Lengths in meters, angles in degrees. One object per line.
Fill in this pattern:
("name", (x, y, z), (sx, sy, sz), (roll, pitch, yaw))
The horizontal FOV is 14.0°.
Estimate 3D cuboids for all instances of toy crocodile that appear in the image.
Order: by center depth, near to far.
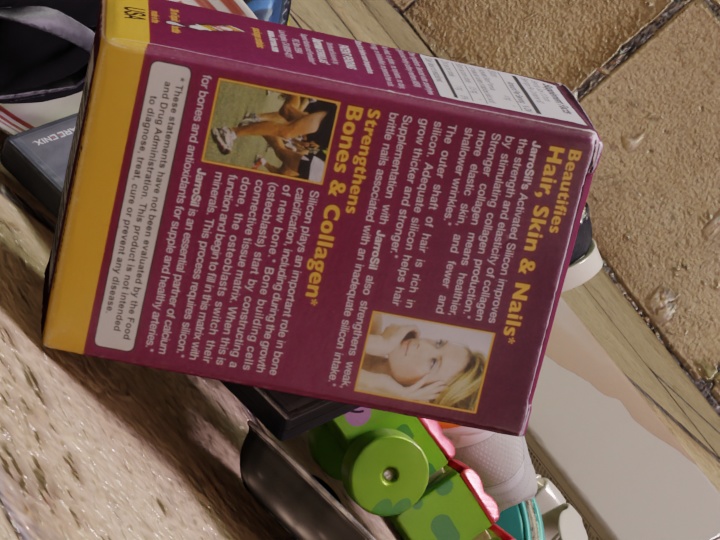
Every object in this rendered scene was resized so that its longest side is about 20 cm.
("toy crocodile", (0.032, 0.104, 1.308), (0.200, 0.062, 0.067), (56, -7, -15))

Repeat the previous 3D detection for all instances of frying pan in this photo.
("frying pan", (-0.024, 0.097, 1.235), (0.115, 0.031, 0.190), (48, -7, -27))

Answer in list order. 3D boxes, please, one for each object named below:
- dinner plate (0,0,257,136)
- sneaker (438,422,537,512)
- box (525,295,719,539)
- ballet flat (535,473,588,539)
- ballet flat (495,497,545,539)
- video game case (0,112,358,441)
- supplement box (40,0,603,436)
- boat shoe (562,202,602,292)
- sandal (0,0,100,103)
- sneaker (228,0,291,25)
("dinner plate", (-0.131, -0.108, 1.401), (0.200, 0.024, 0.201), (20, 38, -16))
("sneaker", (0.012, 0.063, 1.418), (0.200, 0.076, 0.092), (33, -28, 52))
("box", (0.127, 0.115, 1.696), (0.200, 0.078, 0.095), (53, -29, 28))
("ballet flat", (0.089, 0.142, 1.530), (0.069, 0.063, 0.200), (46, 7, -17))
("ballet flat", (0.039, 0.099, 1.471), (0.200, 0.067, 0.070), (55, -3, 31))
("video game case", (-0.043, -0.015, 1.291), (0.143, 0.019, 0.200), (-23, 52, -37))
("supplement box", (-0.019, -0.025, 1.174), (0.199, 0.131, 0.103), (12, 15, -8))
("boat shoe", (0.012, -0.006, 1.363), (0.072, 0.199, 0.068), (-131, -155, -65))
("sandal", (-0.158, -0.098, 1.268), (0.043, 0.076, 0.200), (48, 24, 22))
("sneaker", (-0.079, -0.101, 1.483), (0.066, 0.078, 0.201), (96, 4, -54))
